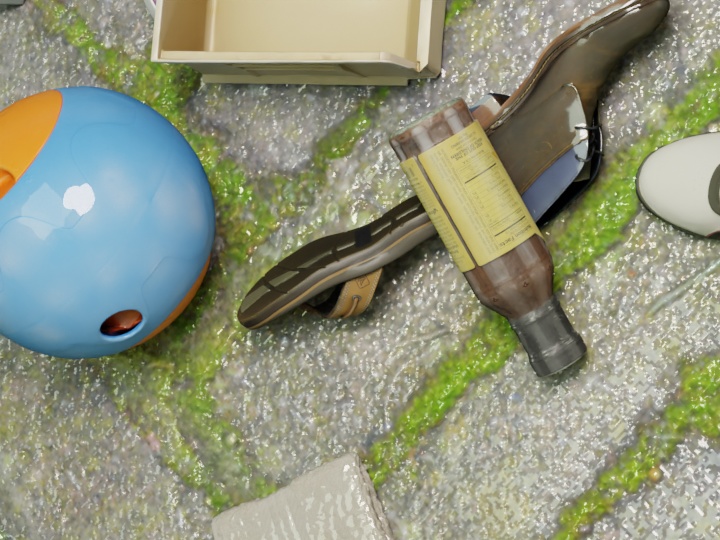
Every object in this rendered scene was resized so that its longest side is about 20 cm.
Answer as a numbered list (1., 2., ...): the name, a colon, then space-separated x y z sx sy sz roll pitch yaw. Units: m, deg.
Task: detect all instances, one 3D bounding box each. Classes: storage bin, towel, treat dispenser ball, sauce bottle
1. storage bin: -0.039 -0.242 1.560 0.198 0.094 0.201 2 84 18
2. towel: -0.021 0.245 1.529 0.132 0.034 0.201 -27 71 18
3. treat dispenser ball: -0.207 -0.035 1.562 0.200 0.201 0.202 -4 81 25
4. sauce bottle: 0.092 -0.021 1.467 0.065 0.065 0.201 -26 97 20

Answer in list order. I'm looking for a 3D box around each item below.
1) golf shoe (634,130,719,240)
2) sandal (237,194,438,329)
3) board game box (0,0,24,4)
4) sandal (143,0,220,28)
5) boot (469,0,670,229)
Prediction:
1. golf shoe: 0.272 -0.056 1.404 0.199 0.088 0.078 10 89 27
2. sandal: 0.000 0.000 1.541 0.199 0.082 0.055 -27 107 9
3. board game box: -0.303 -0.336 1.697 0.147 0.064 0.201 38 116 25
4. sandal: -0.159 -0.281 1.623 0.082 0.050 0.203 -30 94 -20
5. boot: 0.157 -0.111 1.481 0.200 0.075 0.097 -38 79 26
